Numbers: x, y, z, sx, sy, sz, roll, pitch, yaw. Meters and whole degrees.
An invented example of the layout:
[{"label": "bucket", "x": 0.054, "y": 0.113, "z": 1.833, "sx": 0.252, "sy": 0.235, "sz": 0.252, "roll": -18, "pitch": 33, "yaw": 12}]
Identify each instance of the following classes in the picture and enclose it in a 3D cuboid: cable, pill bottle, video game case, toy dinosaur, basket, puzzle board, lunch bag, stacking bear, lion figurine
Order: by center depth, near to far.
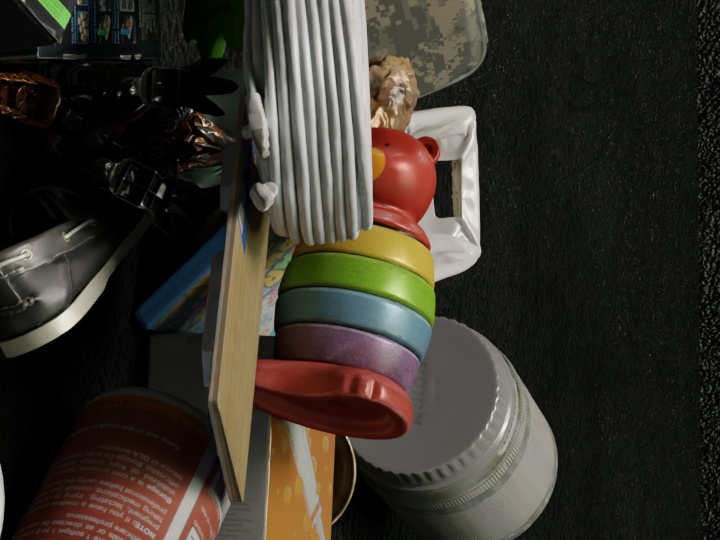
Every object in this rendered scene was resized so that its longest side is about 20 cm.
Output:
[{"label": "pill bottle", "x": -0.153, "y": 0.174, "z": 1.189, "sx": 0.200, "sy": 0.111, "sz": 0.113, "roll": -66, "pitch": 149, "yaw": -46}, {"label": "toy dinosaur", "x": -0.151, "y": -0.083, "z": 1.191, "sx": 0.199, "sy": 0.135, "sz": 0.103, "roll": -14, "pitch": 113, "yaw": -38}, {"label": "puzzle board", "x": -0.075, "y": 0.018, "z": 1.192, "sx": 0.151, "sy": 0.017, "sz": 0.201, "roll": 85, "pitch": 8, "yaw": -62}, {"label": "cable", "x": -0.029, "y": -0.116, "z": 1.202, "sx": 0.200, "sy": 0.069, "sz": 0.201, "roll": 75, "pitch": 12, "yaw": -77}, {"label": "stacking bear", "x": 0.000, "y": 0.000, "z": 1.315, "sx": 0.114, "sy": 0.121, "sz": 0.201, "roll": 41, "pitch": 57, "yaw": -58}, {"label": "video game case", "x": -0.063, "y": -0.003, "z": 1.418, "sx": 0.018, "sy": 0.143, "sz": 0.200, "roll": 50, "pitch": 12, "yaw": 18}, {"label": "lion figurine", "x": -0.034, "y": -0.073, "z": 1.432, "sx": 0.200, "sy": 0.072, "sz": 0.123, "roll": -49, "pitch": 179, "yaw": -41}, {"label": "lunch bag", "x": 0.002, "y": -0.243, "z": 1.556, "sx": 0.168, "sy": 0.139, "sz": 0.201, "roll": -119, "pitch": -171, "yaw": -52}, {"label": "basket", "x": 0.011, "y": -0.061, "z": 1.607, "sx": 0.200, "sy": 0.123, "sz": 0.137, "roll": -18, "pitch": 107, "yaw": -69}]

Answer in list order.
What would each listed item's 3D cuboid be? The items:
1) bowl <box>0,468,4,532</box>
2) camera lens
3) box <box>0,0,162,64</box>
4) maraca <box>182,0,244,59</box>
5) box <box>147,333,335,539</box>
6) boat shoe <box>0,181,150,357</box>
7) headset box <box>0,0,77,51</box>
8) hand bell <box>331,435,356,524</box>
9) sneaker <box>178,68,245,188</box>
[{"label": "bowl", "x": -0.238, "y": 0.116, "z": 0.987, "sx": 0.201, "sy": 0.094, "sz": 0.202, "roll": 0, "pitch": 90, "yaw": -70}, {"label": "camera lens", "x": 0.078, "y": 0.145, "z": 1.737, "sx": 0.200, "sy": 0.159, "sz": 0.161, "roll": 55, "pitch": 41, "yaw": -58}, {"label": "box", "x": -0.177, "y": -0.226, "z": 1.207, "sx": 0.159, "sy": 0.046, "sz": 0.201, "roll": -16, "pitch": 106, "yaw": -68}, {"label": "maraca", "x": -0.095, "y": -0.238, "z": 1.317, "sx": 0.106, "sy": 0.137, "sz": 0.201, "roll": -1, "pitch": 82, "yaw": -26}, {"label": "box", "x": -0.084, "y": 0.148, "z": 1.394, "sx": 0.124, "sy": 0.097, "sz": 0.201, "roll": 16, "pitch": 75, "yaw": -69}, {"label": "boat shoe", "x": -0.175, "y": -0.025, "z": 1.192, "sx": 0.068, "sy": 0.072, "sz": 0.200, "roll": 56, "pitch": 26, "yaw": -16}, {"label": "headset box", "x": -0.205, "y": -0.229, "z": 1.009, "sx": 0.174, "sy": 0.092, "sz": 0.201, "roll": 51, "pitch": 48, "yaw": -43}, {"label": "hand bell", "x": -0.040, "y": 0.146, "z": 1.562, "sx": 0.200, "sy": 0.103, "sz": 0.105, "roll": -3, "pitch": 94, "yaw": -82}, {"label": "sneaker", "x": -0.080, "y": -0.096, "z": 1.370, "sx": 0.200, "sy": 0.117, "sz": 0.074, "roll": 2, "pitch": 87, "yaw": -71}]
